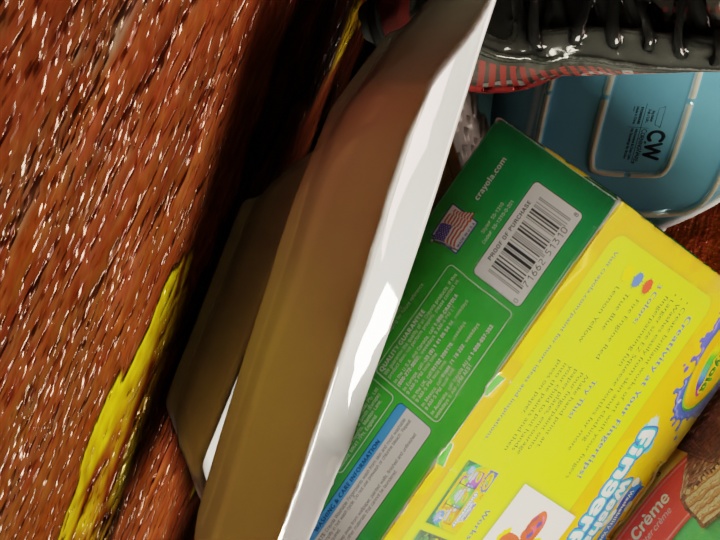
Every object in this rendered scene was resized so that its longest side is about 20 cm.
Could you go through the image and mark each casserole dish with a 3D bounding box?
[{"bbox_3d":[0.123,-0.087,0.906,0.201,0.120,0.039,99,-8,-49],"label":"casserole dish"}]

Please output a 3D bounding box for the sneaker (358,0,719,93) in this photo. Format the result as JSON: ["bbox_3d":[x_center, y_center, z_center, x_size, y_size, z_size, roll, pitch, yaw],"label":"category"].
[{"bbox_3d":[0.101,-0.106,0.777,0.098,0.198,0.072,-168,-106,-76],"label":"sneaker"}]

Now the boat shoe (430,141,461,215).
[{"bbox_3d":[0.000,0.000,0.872,0.070,0.070,0.201,-116,-158,-45],"label":"boat shoe"}]

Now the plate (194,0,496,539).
[{"bbox_3d":[-0.006,0.006,0.666,0.200,0.032,0.201,-61,171,-68],"label":"plate"}]

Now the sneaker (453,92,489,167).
[{"bbox_3d":[0.022,-0.029,0.935,0.201,0.080,0.077,72,21,-54],"label":"sneaker"}]

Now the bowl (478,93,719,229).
[{"bbox_3d":[0.102,-0.116,0.979,0.202,0.199,0.106,105,-15,-48],"label":"bowl"}]

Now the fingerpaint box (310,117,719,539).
[{"bbox_3d":[0.058,0.060,0.854,0.201,0.073,0.167,-55,145,5],"label":"fingerpaint box"}]

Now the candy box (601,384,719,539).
[{"bbox_3d":[0.125,0.105,0.954,0.169,0.077,0.200,-49,-140,8],"label":"candy box"}]

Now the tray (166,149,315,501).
[{"bbox_3d":[-0.040,0.032,0.717,0.200,0.022,0.108,94,15,-76],"label":"tray"}]
